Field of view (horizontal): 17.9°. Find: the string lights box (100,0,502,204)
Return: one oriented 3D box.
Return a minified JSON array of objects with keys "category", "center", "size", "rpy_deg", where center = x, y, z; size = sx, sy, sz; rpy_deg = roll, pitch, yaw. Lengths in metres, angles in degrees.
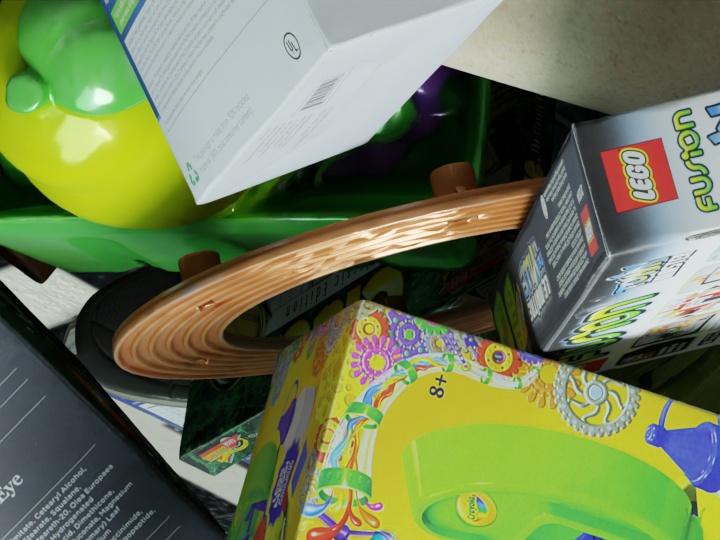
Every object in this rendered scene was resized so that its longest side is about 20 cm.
[{"category":"string lights box","center":[-0.047,-0.131,0.593],"size":[0.059,0.200,0.103],"rpy_deg":[-21,171,-28]}]

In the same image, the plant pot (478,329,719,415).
[{"category":"plant pot","center":[0.142,0.051,0.861],"size":[0.200,0.201,0.190],"rpy_deg":[-7,146,37]}]

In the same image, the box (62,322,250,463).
[{"category":"box","center":[-0.043,0.068,1.180],"size":[0.200,0.032,0.121],"rpy_deg":[30,151,-28]}]

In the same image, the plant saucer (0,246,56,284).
[{"category":"plant saucer","center":[-0.188,-0.071,0.879],"size":[0.200,0.032,0.200],"rpy_deg":[40,173,6]}]

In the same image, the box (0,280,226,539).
[{"category":"box","center":[-0.172,0.044,0.863],"size":[0.182,0.104,0.200],"rpy_deg":[47,175,-30]}]

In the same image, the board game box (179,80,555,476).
[{"category":"board game box","center":[0.000,0.000,0.893],"size":[0.023,0.105,0.200],"rpy_deg":[26,141,-30]}]

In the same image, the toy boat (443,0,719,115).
[{"category":"toy boat","center":[0.067,-0.123,0.645],"size":[0.200,0.131,0.131],"rpy_deg":[21,-156,27]}]

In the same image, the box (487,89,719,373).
[{"category":"box","center":[0.101,-0.010,0.636],"size":[0.110,0.035,0.200],"rpy_deg":[-13,169,-6]}]

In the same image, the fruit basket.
[{"category":"fruit basket","center":[-0.057,-0.071,0.740],"size":[0.215,0.156,0.216],"rpy_deg":[6,157,3]}]

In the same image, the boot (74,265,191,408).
[{"category":"boot","center":[-0.021,0.050,1.052],"size":[0.203,0.074,0.154],"rpy_deg":[-6,155,0]}]

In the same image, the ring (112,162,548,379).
[{"category":"ring","center":[0.019,-0.001,0.716],"size":[0.200,0.019,0.200],"rpy_deg":[-13,167,-3]}]

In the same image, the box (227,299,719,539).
[{"category":"box","center":[0.048,0.139,0.691],"size":[0.192,0.201,0.122],"rpy_deg":[17,167,-10]}]
